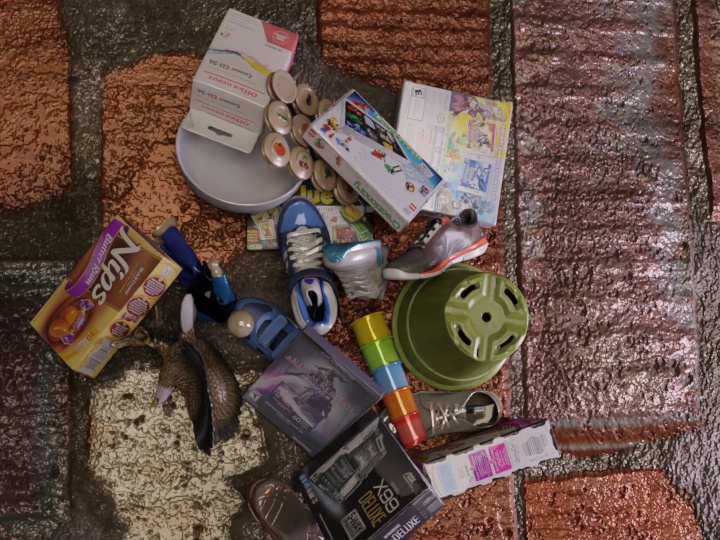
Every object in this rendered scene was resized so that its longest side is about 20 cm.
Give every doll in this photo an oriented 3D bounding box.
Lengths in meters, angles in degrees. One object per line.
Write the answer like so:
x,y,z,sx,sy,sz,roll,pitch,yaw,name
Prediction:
-0.227,0.018,1.397,0.200,0.137,0.048,49,52,8,doll

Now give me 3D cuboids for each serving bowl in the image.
-0.176,-0.163,1.439,0.198,0.066,0.202,6,58,-9,serving bowl

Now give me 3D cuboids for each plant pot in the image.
0.159,0.076,1.418,0.198,0.190,0.202,1,84,-9,plant pot

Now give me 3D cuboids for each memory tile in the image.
-0.067,-0.195,1.429,0.199,0.017,0.155,24,61,-43,memory tile

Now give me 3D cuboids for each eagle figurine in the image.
-0.242,0.152,1.367,0.200,0.151,0.152,39,47,7,eagle figurine

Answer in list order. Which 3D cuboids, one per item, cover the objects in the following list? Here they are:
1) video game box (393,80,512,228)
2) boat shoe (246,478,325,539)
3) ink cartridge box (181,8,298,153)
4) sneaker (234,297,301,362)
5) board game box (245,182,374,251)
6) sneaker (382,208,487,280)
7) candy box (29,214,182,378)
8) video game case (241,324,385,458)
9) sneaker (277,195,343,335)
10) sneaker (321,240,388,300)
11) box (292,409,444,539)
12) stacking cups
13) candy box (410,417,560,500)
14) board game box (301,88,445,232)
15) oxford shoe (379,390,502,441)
0.137,-0.182,1.520,0.180,0.047,0.202,11,82,-6,video game box
-0.096,0.376,1.400,0.076,0.072,0.201,-40,110,-27,boat shoe
-0.177,-0.281,1.428,0.115,0.068,0.201,20,57,-3,ink cartridge box
-0.109,0.110,1.423,0.200,0.082,0.074,40,80,-1,sneaker
-0.077,-0.083,1.484,0.198,0.023,0.106,-1,81,-10,board game box
0.104,-0.042,1.439,0.199,0.077,0.083,-24,107,-39,sneaker
-0.359,0.036,1.364,0.116,0.056,0.200,38,89,29,candy box
-0.071,0.176,1.376,0.143,0.200,0.019,41,43,-3,video game case
-0.072,-0.006,1.395,0.080,0.146,0.202,-7,96,-8,sneaker
0.000,0.000,1.400,0.076,0.200,0.082,-3,84,19,sneaker
0.007,0.308,1.350,0.157,0.200,0.050,-40,123,-1,box
0.046,0.164,1.440,0.060,0.061,0.202,-20,78,-11,stacking cups
0.175,0.275,1.423,0.198,0.136,0.062,-18,85,-12,candy box
0.022,-0.165,1.429,0.200,0.035,0.126,45,46,-2,board game box
0.123,0.218,1.462,0.198,0.058,0.076,-7,88,-8,oxford shoe
